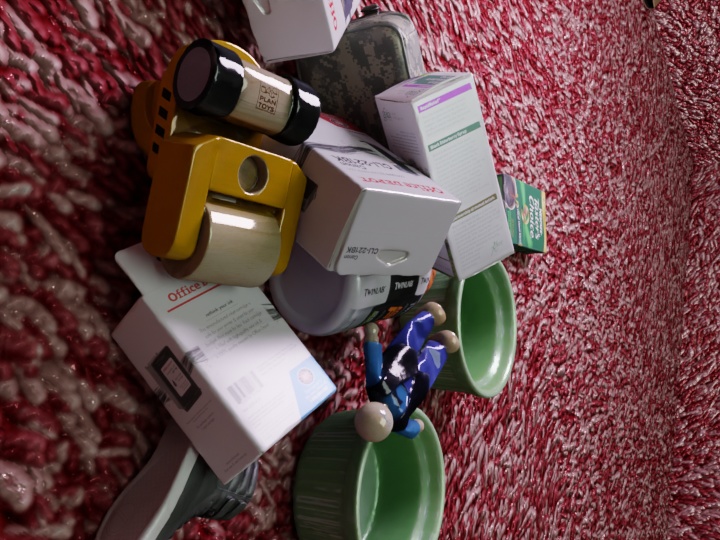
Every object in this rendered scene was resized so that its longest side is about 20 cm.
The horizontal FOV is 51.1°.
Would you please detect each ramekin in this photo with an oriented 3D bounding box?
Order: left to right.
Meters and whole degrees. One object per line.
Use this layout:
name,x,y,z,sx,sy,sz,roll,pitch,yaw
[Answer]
ramekin,0.010,0.254,0.864,0.199,0.097,0.203,9,79,-56
ramekin,0.139,0.076,1.067,0.199,0.097,0.203,9,80,-56

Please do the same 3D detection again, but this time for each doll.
doll,0.044,0.113,0.822,0.137,0.048,0.200,61,38,-16

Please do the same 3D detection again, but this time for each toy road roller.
toy road roller,-0.132,-0.094,0.651,0.122,0.145,0.203,10,91,-48

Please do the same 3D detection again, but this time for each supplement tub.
supplement tub,0.000,0.000,0.853,0.199,0.121,0.124,-10,95,-56

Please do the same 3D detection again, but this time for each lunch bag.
lunch bag,0.022,-0.201,0.894,0.168,0.138,0.202,-59,138,-58

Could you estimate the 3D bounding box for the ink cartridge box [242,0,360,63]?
ink cartridge box,-0.058,-0.331,0.783,0.201,0.083,0.146,-73,154,-46

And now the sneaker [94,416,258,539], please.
sneaker,-0.148,0.204,0.649,0.100,0.070,0.201,58,38,-28

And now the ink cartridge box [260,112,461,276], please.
ink cartridge box,-0.023,-0.083,0.732,0.143,0.200,0.084,1,122,-47

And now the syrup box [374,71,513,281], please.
syrup box,0.090,-0.100,0.793,0.081,0.079,0.202,-26,114,-19

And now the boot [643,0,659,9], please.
boot,0.950,-0.956,2.469,0.076,0.073,0.201,-54,133,-32

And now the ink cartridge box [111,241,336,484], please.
ink cartridge box,-0.128,0.064,0.656,0.201,0.067,0.116,51,36,6

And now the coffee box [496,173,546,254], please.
coffee box,0.285,-0.100,1.372,0.199,0.044,0.125,11,77,-56
